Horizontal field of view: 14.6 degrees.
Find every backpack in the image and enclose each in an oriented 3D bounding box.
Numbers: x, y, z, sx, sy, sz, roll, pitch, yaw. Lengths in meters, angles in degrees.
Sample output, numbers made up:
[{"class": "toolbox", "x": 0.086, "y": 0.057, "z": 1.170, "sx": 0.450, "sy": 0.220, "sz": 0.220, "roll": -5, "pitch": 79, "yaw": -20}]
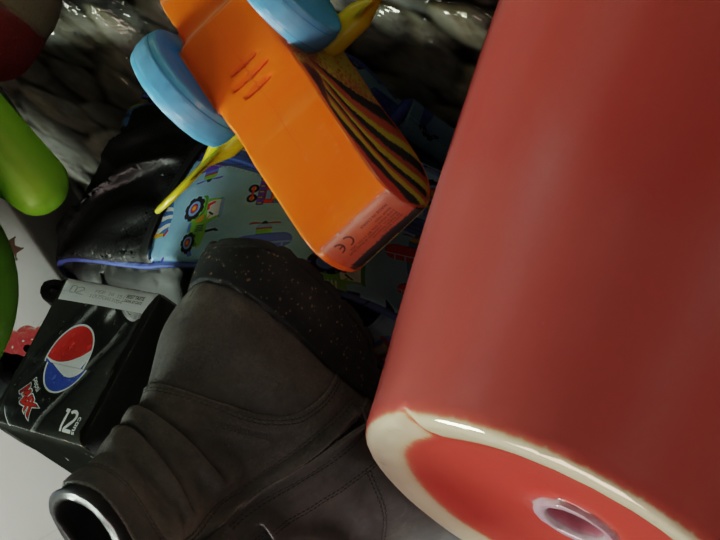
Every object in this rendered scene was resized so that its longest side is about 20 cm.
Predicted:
[{"class": "backpack", "x": 0.000, "y": 0.000, "z": 1.106, "sx": 0.182, "sy": 0.135, "sz": 0.200, "roll": 34, "pitch": 162, "yaw": -29}]

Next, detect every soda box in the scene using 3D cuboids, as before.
[{"class": "soda box", "x": -0.038, "y": 0.081, "z": 1.060, "sx": 0.200, "sy": 0.063, "sz": 0.071, "roll": 37, "pitch": 163, "yaw": -34}]

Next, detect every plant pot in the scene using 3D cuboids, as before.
[{"class": "plant pot", "x": 0.103, "y": 0.012, "z": 0.940, "sx": 0.200, "sy": 0.178, "sz": 0.201, "roll": 25, "pitch": 160, "yaw": 9}]

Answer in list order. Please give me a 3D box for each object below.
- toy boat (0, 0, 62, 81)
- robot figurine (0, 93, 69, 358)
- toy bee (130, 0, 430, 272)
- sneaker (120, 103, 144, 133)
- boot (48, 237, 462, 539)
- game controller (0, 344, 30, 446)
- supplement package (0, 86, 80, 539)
[{"class": "toy boat", "x": -0.216, "y": -0.098, "z": 1.174, "sx": 0.130, "sy": 0.131, "sz": 0.200, "roll": 36, "pitch": 160, "yaw": -21}, {"class": "robot figurine", "x": -0.203, "y": -0.006, "z": 1.099, "sx": 0.116, "sy": 0.175, "sz": 0.200, "roll": 43, "pitch": 171, "yaw": 20}, {"class": "toy bee", "x": -0.030, "y": -0.088, "z": 1.015, "sx": 0.131, "sy": 0.200, "sz": 0.109, "roll": -21, "pitch": 169, "yaw": 22}, {"class": "sneaker", "x": -0.085, "y": -0.005, "z": 1.299, "sx": 0.071, "sy": 0.083, "sz": 0.200, "roll": 16, "pitch": 160, "yaw": 14}, {"class": "boot", "x": -0.017, "y": 0.095, "z": 0.986, "sx": 0.200, "sy": 0.132, "sz": 0.070, "roll": 41, "pitch": 151, "yaw": -24}, {"class": "game controller", "x": -0.065, "y": 0.085, "z": 1.184, "sx": 0.200, "sy": 0.042, "sz": 0.104, "roll": 26, "pitch": 170, "yaw": -13}, {"class": "supplement package", "x": -0.172, "y": 0.025, "z": 1.292, "sx": 0.200, "sy": 0.121, "sz": 0.120, "roll": 56, "pitch": -172, "yaw": -24}]
